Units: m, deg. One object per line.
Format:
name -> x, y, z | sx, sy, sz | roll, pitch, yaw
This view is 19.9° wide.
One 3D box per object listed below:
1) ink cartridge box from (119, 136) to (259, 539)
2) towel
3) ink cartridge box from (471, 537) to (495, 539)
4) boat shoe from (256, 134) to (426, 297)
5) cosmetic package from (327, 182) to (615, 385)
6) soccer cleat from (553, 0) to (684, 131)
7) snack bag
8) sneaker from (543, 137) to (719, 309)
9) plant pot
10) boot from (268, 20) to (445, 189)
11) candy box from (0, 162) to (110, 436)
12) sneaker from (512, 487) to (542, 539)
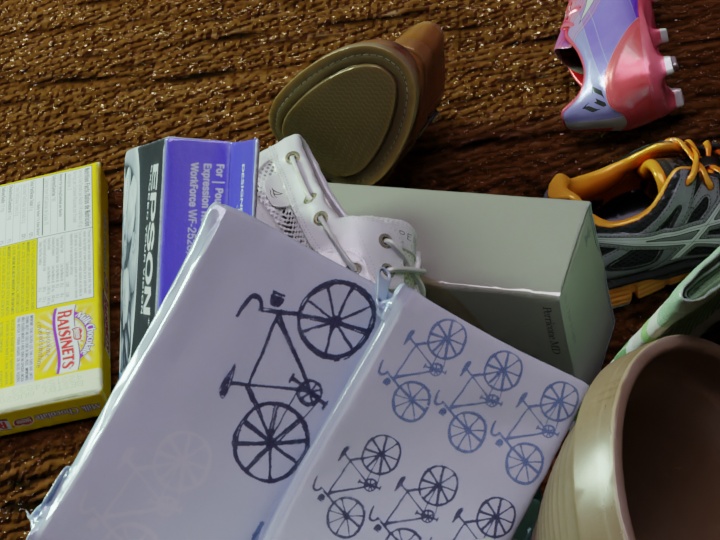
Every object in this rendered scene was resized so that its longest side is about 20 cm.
ink cartridge box -> -0.091, 0.034, 1.030 | 0.043, 0.199, 0.200 | 2, 0, -15
towel -> 0.178, 0.011, 1.033 | 0.152, 0.200, 0.023 | -39, 80, -25
ink cartridge box -> 0.001, 0.230, 0.897 | 0.161, 0.200, 0.050 | -10, 2, -6
boat shoe -> 0.000, 0.000, 1.042 | 0.069, 0.071, 0.200 | -41, 59, 0
cosmetic package -> 0.031, 0.013, 1.133 | 0.200, 0.104, 0.073 | 5, 49, 23
soccer cleat -> 0.154, -0.165, 1.302 | 0.076, 0.067, 0.200 | -14, 47, 10
snack bag -> -0.024, 0.087, 0.928 | 0.200, 0.021, 0.189 | 30, 87, -5
sneaker -> 0.192, -0.041, 1.156 | 0.200, 0.077, 0.078 | -21, 42, -7
plant pot -> 0.144, 0.139, 0.941 | 0.093, 0.201, 0.201 | -28, 34, 35
boot -> 0.015, -0.098, 1.199 | 0.077, 0.200, 0.155 | 36, 52, 9
candy box -> -0.204, 0.017, 1.254 | 0.102, 0.026, 0.200 | -11, 45, 3
sneaker -> 0.030, 0.168, 0.997 | 0.140, 0.078, 0.200 | -12, 44, 5
